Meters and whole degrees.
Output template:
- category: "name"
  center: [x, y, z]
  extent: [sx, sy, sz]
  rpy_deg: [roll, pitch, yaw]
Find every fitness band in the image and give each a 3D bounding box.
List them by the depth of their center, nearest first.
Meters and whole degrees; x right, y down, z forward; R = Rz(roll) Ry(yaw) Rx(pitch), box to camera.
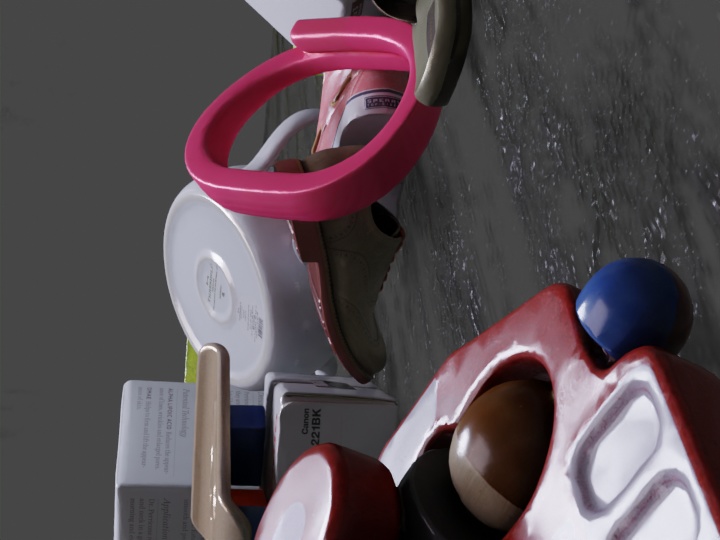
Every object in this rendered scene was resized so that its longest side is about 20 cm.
- category: "fitness band"
  center: [-0.029, -0.096, 0.991]
  extent: [0.200, 0.037, 0.144]
  rpy_deg: [7, 60, 46]

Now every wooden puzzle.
- category: "wooden puzzle"
  center: [-0.089, 0.178, 1.105]
  extent: [0.200, 0.046, 0.186]
  rpy_deg: [-107, 19, -57]

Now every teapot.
- category: "teapot"
  center: [-0.060, -0.007, 1.289]
  extent: [0.200, 0.146, 0.198]
  rpy_deg: [-31, 80, 57]

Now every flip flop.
- category: "flip flop"
  center: [0.028, -0.176, 0.924]
  extent: [0.081, 0.057, 0.200]
  rpy_deg: [101, 170, -50]

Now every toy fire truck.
- category: "toy fire truck"
  center: [0.052, 0.087, 0.448]
  extent: [0.168, 0.112, 0.200]
  rpy_deg: [-55, 23, 28]

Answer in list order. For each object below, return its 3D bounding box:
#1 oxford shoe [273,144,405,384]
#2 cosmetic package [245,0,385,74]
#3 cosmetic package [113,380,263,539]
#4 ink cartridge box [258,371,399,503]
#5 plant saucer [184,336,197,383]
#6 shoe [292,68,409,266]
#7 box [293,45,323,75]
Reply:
- category: "oxford shoe"
  center: [0.000, 0.000, 1.071]
  extent: [0.071, 0.075, 0.200]
  rpy_deg: [-111, 3, -46]
- category: "cosmetic package"
  center: [-0.062, -0.255, 1.213]
  extent: [0.074, 0.200, 0.102]
  rpy_deg: [-41, -14, -23]
- category: "cosmetic package"
  center: [-0.131, 0.218, 1.484]
  extent: [0.165, 0.200, 0.165]
  rpy_deg: [-99, 15, -58]
- category: "ink cartridge box"
  center: [-0.028, 0.152, 1.118]
  extent: [0.200, 0.084, 0.145]
  rpy_deg: [-176, 89, -84]
- category: "plant saucer"
  center: [-0.132, 0.121, 1.885]
  extent: [0.200, 0.048, 0.200]
  rpy_deg: [19, -109, -56]
- category: "shoe"
  center: [-0.002, -0.086, 1.112]
  extent: [0.200, 0.071, 0.091]
  rpy_deg: [112, 163, -54]
- category: "box"
  center: [-0.044, -0.329, 1.706]
  extent: [0.122, 0.048, 0.200]
  rpy_deg: [116, 156, -72]
